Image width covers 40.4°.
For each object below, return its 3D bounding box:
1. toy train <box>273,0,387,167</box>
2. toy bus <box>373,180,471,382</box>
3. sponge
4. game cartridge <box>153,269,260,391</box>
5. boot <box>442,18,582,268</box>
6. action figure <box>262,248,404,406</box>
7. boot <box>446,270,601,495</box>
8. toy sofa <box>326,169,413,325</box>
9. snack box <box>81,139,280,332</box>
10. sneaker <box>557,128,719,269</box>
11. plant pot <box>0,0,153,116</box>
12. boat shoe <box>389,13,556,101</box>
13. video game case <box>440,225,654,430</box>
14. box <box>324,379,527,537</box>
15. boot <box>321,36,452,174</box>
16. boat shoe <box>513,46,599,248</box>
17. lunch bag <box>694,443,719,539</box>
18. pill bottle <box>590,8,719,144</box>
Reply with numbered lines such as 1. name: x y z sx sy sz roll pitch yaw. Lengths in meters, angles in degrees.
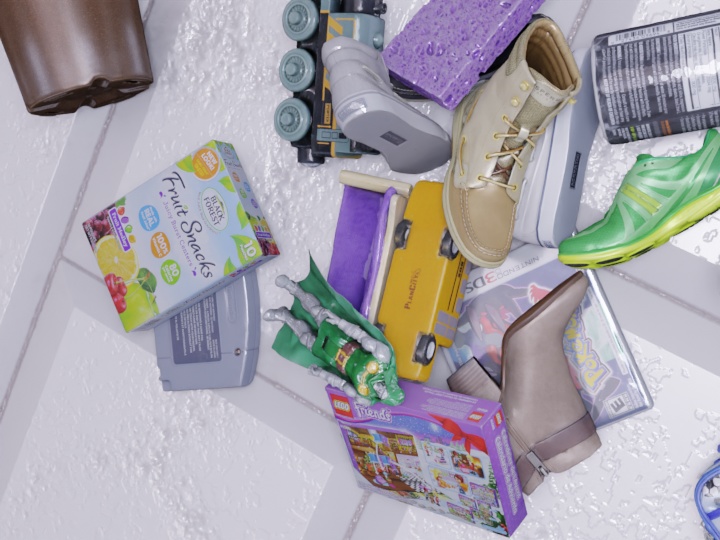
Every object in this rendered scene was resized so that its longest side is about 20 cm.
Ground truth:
1. toy train: -0.025 -0.210 1.047 0.113 0.085 0.203 8 97 29
2. toy bus: 0.069 0.011 1.000 0.064 0.078 0.203 11 84 28
3. sponge: 0.116 -0.260 0.976 0.200 0.030 0.111 -50 46 0
4. game cartridge: -0.182 0.038 1.148 0.132 0.041 0.203 -5 89 25
5. boot: 0.143 -0.118 0.916 0.072 0.155 0.202 16 61 -17
6. action figure: -0.023 0.075 0.975 0.199 0.054 0.119 36 115 41
7. boot: 0.186 0.118 0.965 0.200 0.070 0.147 -42 82 18
8. toy sofa: 0.000 0.000 1.040 0.082 0.097 0.203 14 97 20
9. snack box: -0.206 -0.036 1.109 0.199 0.053 0.144 -28 82 19
10. sneaker: 0.275 -0.065 0.944 0.199 0.074 0.084 -31 78 8
11. plant pot: -0.339 -0.294 1.130 0.198 0.200 0.201 -13 93 21
12. boat shoe: 0.107 -0.224 1.010 0.198 0.063 0.074 -9 90 23
13. video game case: 0.177 0.080 1.009 0.181 0.023 0.202 -26 82 21
14. box: 0.064 0.179 0.984 0.198 0.039 0.138 8 126 40
15. boot: 0.029 -0.167 0.979 0.073 0.200 0.097 -23 70 20
16. boat shoe: 0.190 -0.125 0.974 0.065 0.073 0.203 12 85 36
17. lunch bag: 0.410 0.211 0.892 0.199 0.075 0.161 -35 76 18
18. pill bottle: 0.320 -0.184 0.903 0.198 0.106 0.108 -7 88 22
